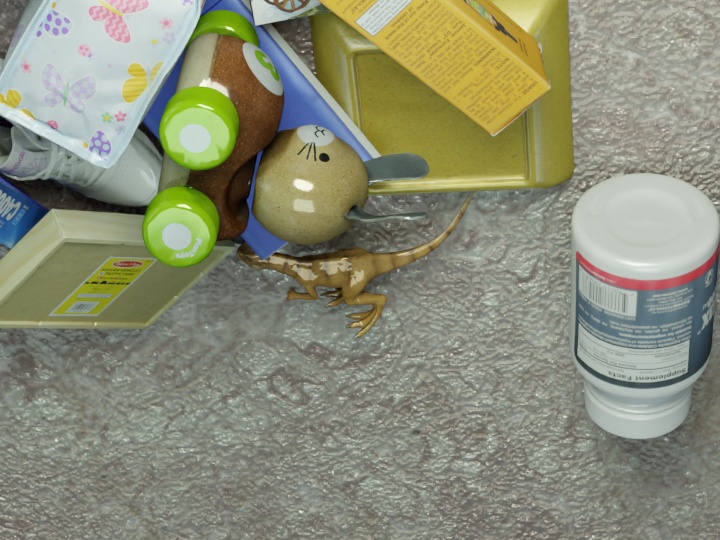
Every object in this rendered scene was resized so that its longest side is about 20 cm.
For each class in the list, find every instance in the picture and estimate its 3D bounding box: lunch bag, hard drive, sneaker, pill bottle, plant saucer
[{"bbox_3d":[-0.168,-0.206,1.593,0.127,0.170,0.200,30,120,-13],"label":"lunch bag"},{"bbox_3d":[-0.091,-0.119,1.731,0.132,0.025,0.200,-34,104,27],"label":"hard drive"},{"bbox_3d":[-0.243,-0.090,1.751,0.199,0.100,0.075,25,121,-19],"label":"sneaker"},{"bbox_3d":[0.228,0.033,1.818,0.119,0.120,0.201,0,131,3],"label":"pill bottle"},{"bbox_3d":[0.064,-0.131,1.735,0.198,0.049,0.201,-3,129,5],"label":"plant saucer"}]

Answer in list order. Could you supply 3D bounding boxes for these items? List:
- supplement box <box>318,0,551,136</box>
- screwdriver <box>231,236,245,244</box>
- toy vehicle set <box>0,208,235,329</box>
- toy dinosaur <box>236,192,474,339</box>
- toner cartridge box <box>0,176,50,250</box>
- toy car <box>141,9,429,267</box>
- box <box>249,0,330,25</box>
[{"bbox_3d":[0.046,-0.182,1.607,0.199,0.067,0.069,34,118,-27],"label":"supplement box"},{"bbox_3d":[-0.125,-0.105,1.788,0.029,0.028,0.201,5,130,38],"label":"screwdriver"},{"bbox_3d":[-0.207,0.002,1.800,0.124,0.027,0.199,-40,155,29],"label":"toy vehicle set"},{"bbox_3d":[0.000,0.000,1.830,0.198,0.061,0.107,-7,143,-1],"label":"toy dinosaur"},{"bbox_3d":[-0.297,-0.061,1.714,0.095,0.200,0.043,35,87,10],"label":"toner cartridge box"},{"bbox_3d":[-0.045,-0.082,1.639,0.198,0.165,0.159,12,120,-3],"label":"toy car"},{"bbox_3d":[0.009,-0.259,1.612,0.198,0.038,0.137,-11,131,-2],"label":"box"}]
